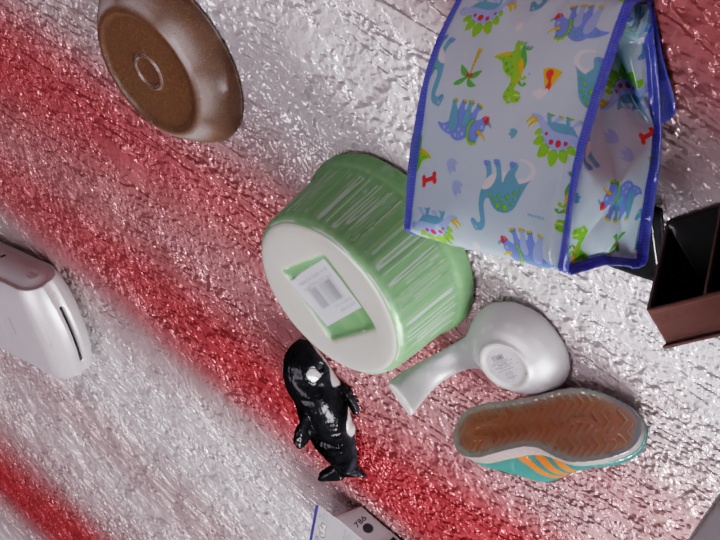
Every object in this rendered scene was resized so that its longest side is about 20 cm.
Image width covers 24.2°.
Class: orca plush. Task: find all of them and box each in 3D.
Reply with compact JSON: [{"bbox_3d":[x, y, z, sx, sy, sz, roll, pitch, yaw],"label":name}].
[{"bbox_3d":[-0.057,0.172,1.861,0.105,0.071,0.201,30,144,31],"label":"orca plush"}]

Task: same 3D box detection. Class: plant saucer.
[{"bbox_3d":[-0.200,-0.205,1.672,0.200,0.037,0.201,33,146,26],"label":"plant saucer"}]

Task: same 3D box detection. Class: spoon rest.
[{"bbox_3d":[0.114,0.083,1.568,0.200,0.061,0.100,-21,108,45],"label":"spoon rest"}]

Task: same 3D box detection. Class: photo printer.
[{"bbox_3d":[-0.443,0.052,2.239,0.199,0.069,0.167,21,139,40],"label":"photo printer"}]

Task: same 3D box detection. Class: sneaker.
[{"bbox_3d":[0.185,0.154,1.538,0.199,0.072,0.080,-5,155,41],"label":"sneaker"}]

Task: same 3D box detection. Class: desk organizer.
[{"bbox_3d":[0.285,-0.008,1.216,0.077,0.072,0.200,57,149,-7],"label":"desk organizer"}]

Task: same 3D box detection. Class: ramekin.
[{"bbox_3d":[0.000,0.000,1.570,0.200,0.098,0.201,33,146,26],"label":"ramekin"}]

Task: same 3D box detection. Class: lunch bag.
[{"bbox_3d":[0.134,-0.111,1.250,0.170,0.127,0.201,14,105,42],"label":"lunch bag"}]

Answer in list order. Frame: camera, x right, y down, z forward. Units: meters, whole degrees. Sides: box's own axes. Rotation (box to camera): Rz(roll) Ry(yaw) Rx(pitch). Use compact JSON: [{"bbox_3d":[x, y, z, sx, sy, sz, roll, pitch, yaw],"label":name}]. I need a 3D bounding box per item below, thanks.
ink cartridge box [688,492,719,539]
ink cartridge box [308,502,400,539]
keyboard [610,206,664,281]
[{"bbox_3d":[0.344,0.183,1.189,0.145,0.145,0.200,36,-176,23],"label":"ink cartridge box"},{"bbox_3d":[0.027,0.347,1.975,0.200,0.039,0.100,38,148,18],"label":"ink cartridge box"},{"bbox_3d":[0.161,-0.068,1.364,0.199,0.021,0.128,22,141,38],"label":"keyboard"}]
